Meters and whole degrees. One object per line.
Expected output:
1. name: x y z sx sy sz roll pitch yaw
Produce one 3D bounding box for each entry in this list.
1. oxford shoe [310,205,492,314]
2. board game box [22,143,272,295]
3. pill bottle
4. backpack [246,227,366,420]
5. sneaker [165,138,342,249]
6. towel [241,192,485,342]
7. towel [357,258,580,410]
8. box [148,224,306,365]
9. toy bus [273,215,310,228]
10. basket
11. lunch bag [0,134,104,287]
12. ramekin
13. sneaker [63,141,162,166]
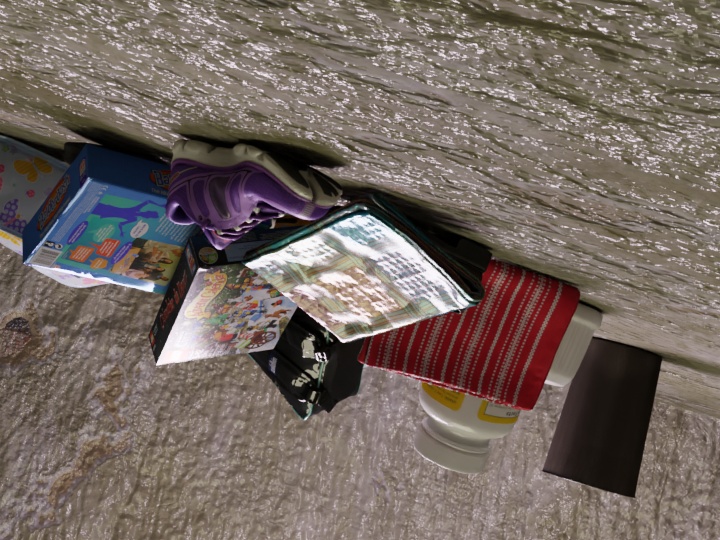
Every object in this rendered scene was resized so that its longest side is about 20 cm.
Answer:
1. oxford shoe: 0.033 -0.007 1.393 0.199 0.085 0.073 21 176 -30
2. board game box: -0.210 -0.042 1.490 0.199 0.045 0.152 15 139 -32
3. pill bottle: 0.127 0.110 1.612 0.111 0.201 0.111 19 -168 -4
4. backpack: -0.069 0.042 1.749 0.200 0.176 0.153 36 -132 27
5. sneaker: -0.090 -0.055 1.228 0.080 0.084 0.200 19 174 -37
6. towel: 0.000 0.005 1.354 0.147 0.022 0.200 40 145 -23
7. towel: 0.112 0.056 1.513 0.199 0.145 0.022 17 -165 -21
8. box: -0.129 0.026 1.546 0.136 0.038 0.200 -8 152 -25
9. toy bus: 0.000 0.000 1.620 0.199 0.079 0.065 18 175 -26
10. basket: 0.346 0.205 2.134 0.135 0.201 0.180 15 176 12
11. lunch bag: -0.344 -0.054 1.753 0.199 0.128 0.170 23 172 10
12. ramekin: 0.172 0.068 1.748 0.202 0.095 0.202 16 175 1
13. sneaker: -0.233 -0.072 1.534 0.074 0.089 0.200 15 174 32
